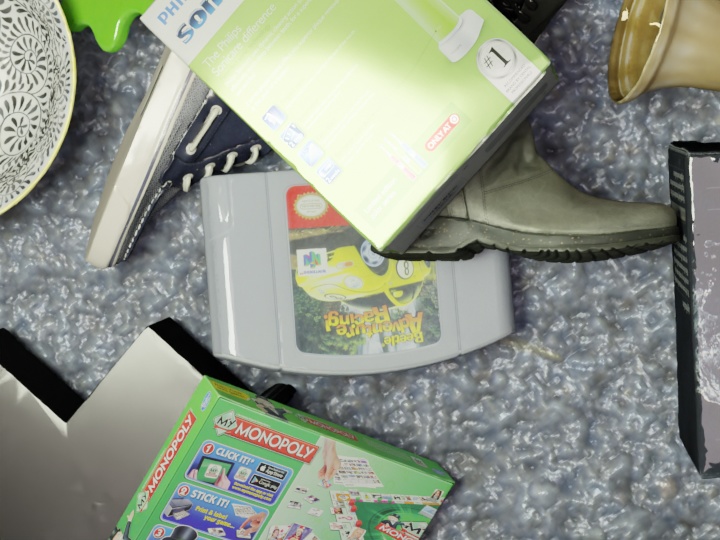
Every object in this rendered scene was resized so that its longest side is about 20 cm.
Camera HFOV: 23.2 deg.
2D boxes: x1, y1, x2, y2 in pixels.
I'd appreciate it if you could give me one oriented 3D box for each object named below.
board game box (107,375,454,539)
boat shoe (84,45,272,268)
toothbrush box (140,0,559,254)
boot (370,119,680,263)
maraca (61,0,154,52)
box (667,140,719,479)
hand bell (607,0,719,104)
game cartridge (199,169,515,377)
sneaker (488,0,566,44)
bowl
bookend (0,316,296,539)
[{"bbox_3d":[-0.049,0.158,1.114,0.199,0.029,0.135,25,101,-36],"label":"board game box"},{"bbox_3d":[-0.104,-0.078,1.139,0.092,0.075,0.201,22,108,-15],"label":"boat shoe"},{"bbox_3d":[-0.004,-0.130,1.027,0.200,0.086,0.146,43,96,7],"label":"toothbrush box"},{"bbox_3d":[0.098,-0.073,1.076,0.197,0.068,0.132,1,85,9],"label":"boot"},{"bbox_3d":[-0.156,-0.240,1.100,0.136,0.107,0.202,-18,78,34],"label":"maraca"},{"bbox_3d":[0.297,0.017,1.089,0.194,0.117,0.203,-3,96,5],"label":"box"},{"bbox_3d":[0.266,-0.129,1.104,0.198,0.104,0.105,15,96,-8],"label":"hand bell"},{"bbox_3d":[0.000,0.000,1.124,0.198,0.041,0.135,-5,89,-9],"label":"game cartridge"},{"bbox_3d":[0.105,-0.188,1.095,0.071,0.099,0.200,41,98,-2],"label":"sneaker"},{"bbox_3d":[-0.270,-0.126,1.134,0.198,0.094,0.203,1,96,5],"label":"bowl"},{"bbox_3d":[-0.183,0.094,1.149,0.200,0.092,0.199,40,95,2],"label":"bookend"}]
